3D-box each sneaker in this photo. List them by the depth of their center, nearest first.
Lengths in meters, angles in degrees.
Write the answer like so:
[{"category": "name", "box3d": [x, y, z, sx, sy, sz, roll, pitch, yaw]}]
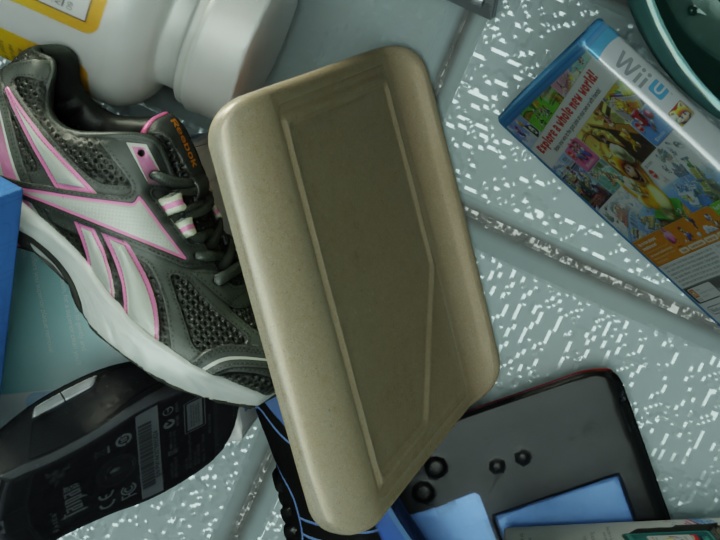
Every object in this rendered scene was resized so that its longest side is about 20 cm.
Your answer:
[{"category": "sneaker", "box3d": [-0.094, -0.023, 0.710, 0.200, 0.080, 0.086, 37, 109, -1]}, {"category": "sneaker", "box3d": [-0.012, 0.135, 0.793, 0.078, 0.070, 0.200, -30, 97, 4]}]

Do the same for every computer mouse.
[{"category": "computer mouse", "box3d": [-0.148, 0.070, 0.700, 0.200, 0.141, 0.046, -29, 54, -21]}]

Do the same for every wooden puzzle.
[{"category": "wooden puzzle", "box3d": [0.000, 0.000, 0.733, 0.037, 0.200, 0.186, -11, 100, 25]}]

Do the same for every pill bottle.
[{"category": "pill bottle", "box3d": [-0.134, -0.146, 0.763, 0.200, 0.113, 0.113, 24, 104, 4]}]

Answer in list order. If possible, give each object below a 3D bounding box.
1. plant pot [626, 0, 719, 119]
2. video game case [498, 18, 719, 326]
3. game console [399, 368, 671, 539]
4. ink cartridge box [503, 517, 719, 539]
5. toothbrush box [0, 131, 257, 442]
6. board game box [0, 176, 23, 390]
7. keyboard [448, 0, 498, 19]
[{"category": "plant pot", "box3d": [0.199, -0.142, 0.679, 0.200, 0.161, 0.201, 0, 95, 0]}, {"category": "video game case", "box3d": [0.156, -0.022, 0.733, 0.200, 0.143, 0.018, 42, 79, -1]}, {"category": "game console", "box3d": [0.079, 0.166, 0.836, 0.176, 0.031, 0.201, -19, 98, 12]}, {"category": "ink cartridge box", "box3d": [0.172, 0.185, 0.789, 0.199, 0.067, 0.117, -3, 100, 3]}, {"category": "toothbrush box", "box3d": [-0.156, 0.017, 0.813, 0.199, 0.085, 0.147, -9, 100, 11]}, {"category": "board game box", "box3d": [-0.230, 0.026, 0.735, 0.152, 0.045, 0.200, 28, 121, 25]}, {"category": "keyboard", "box3d": [-0.026, -0.167, 0.771, 0.200, 0.056, 0.011, 25, 95, 3]}]
